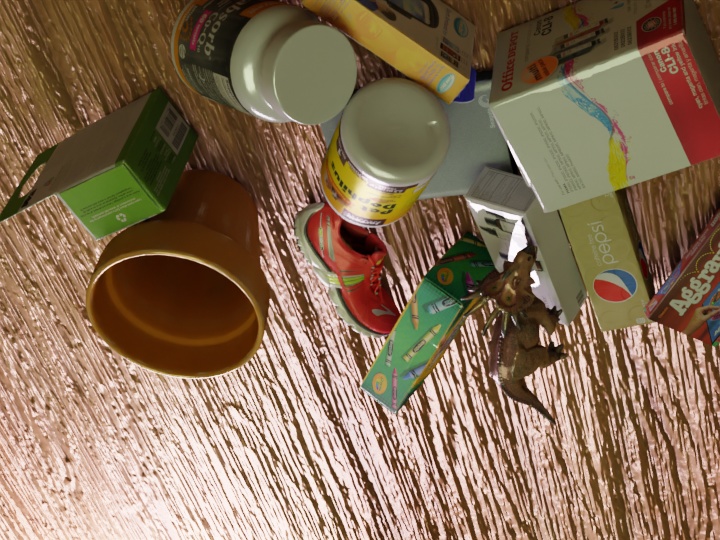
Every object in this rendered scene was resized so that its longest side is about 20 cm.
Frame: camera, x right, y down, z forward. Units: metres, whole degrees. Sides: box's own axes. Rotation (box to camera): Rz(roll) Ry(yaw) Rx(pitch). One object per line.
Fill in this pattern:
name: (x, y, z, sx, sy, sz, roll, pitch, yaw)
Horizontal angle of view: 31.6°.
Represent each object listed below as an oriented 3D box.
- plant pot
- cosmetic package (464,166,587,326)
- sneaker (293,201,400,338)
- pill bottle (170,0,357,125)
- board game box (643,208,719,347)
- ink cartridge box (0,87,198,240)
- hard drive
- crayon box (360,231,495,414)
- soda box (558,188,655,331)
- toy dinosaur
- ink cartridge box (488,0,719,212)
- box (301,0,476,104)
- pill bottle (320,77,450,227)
plant pot: (-0.193, -0.011, 1.454, 0.198, 0.184, 0.201, 5, 134, 5)
cosmetic package: (0.186, -0.023, 1.412, 0.082, 0.051, 0.200, 21, 153, 38)
sneaker: (0.000, 0.000, 1.498, 0.084, 0.077, 0.200, -21, 123, 27)
pill bottle: (-0.096, -0.210, 1.256, 0.200, 0.116, 0.117, 26, 151, 51)
board game box: (0.409, -0.010, 1.401, 0.102, 0.019, 0.201, 21, 117, -20)
ink cartridge box: (-0.296, -0.102, 1.428, 0.199, 0.148, 0.076, -22, 122, 27)
hard drive: (0.064, -0.142, 1.396, 0.198, 0.033, 0.140, -6, 128, 16)
crayon box: (0.083, 0.063, 1.499, 0.058, 0.119, 0.201, 36, 131, 9)
soda box: (0.276, -0.029, 1.426, 0.067, 0.064, 0.201, -11, 127, 20)
toy dinosaur: (0.164, 0.073, 1.373, 0.085, 0.135, 0.202, -4, 92, 23)
ink cartridge box: (0.245, -0.177, 1.254, 0.199, 0.146, 0.145, -19, 123, 25)
box: (0.041, -0.246, 1.256, 0.199, 0.119, 0.042, 30, 126, -14)
pill bottle: (0.019, -0.111, 1.297, 0.108, 0.110, 0.200, 19, 163, -4)
